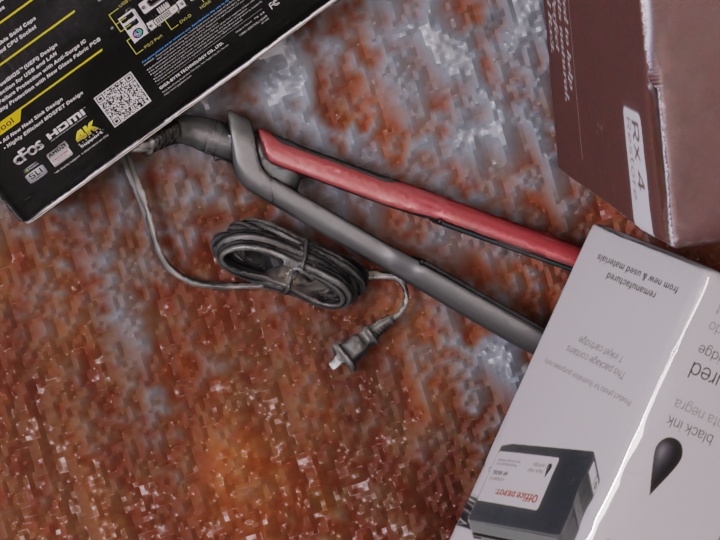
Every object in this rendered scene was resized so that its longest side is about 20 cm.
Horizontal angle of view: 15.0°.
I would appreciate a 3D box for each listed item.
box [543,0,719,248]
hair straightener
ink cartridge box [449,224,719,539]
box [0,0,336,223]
[{"bbox_3d":[0.174,-0.115,0.964,0.199,0.164,0.167,-8,102,-7],"label":"box"},{"bbox_3d":[0.000,0.000,1.016,0.199,0.041,0.077,21,91,-12],"label":"hair straightener"},{"bbox_3d":[0.117,0.107,1.001,0.144,0.084,0.201,24,91,-30],"label":"ink cartridge box"},{"bbox_3d":[-0.083,-0.132,0.949,0.200,0.049,0.160,-37,132,-1],"label":"box"}]
